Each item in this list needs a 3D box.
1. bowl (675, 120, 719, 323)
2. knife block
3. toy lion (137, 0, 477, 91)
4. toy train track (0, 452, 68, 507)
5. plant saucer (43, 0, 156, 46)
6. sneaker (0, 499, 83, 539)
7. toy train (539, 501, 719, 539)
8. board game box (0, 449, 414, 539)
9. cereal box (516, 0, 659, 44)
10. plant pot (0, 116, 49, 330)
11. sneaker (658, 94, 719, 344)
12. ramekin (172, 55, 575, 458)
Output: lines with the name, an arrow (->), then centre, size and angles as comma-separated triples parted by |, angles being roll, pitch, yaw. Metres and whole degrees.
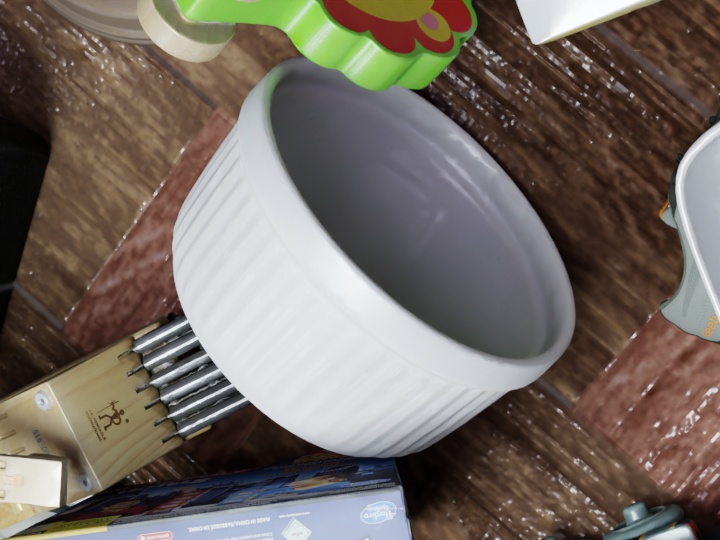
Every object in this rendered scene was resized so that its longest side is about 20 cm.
bowl -> 0.256, -0.007, 0.858 | 0.200, 0.075, 0.200 | -25, 89, 21
knife block -> -0.120, 0.067, 1.096 | 0.200, 0.175, 0.064 | -25, 93, 45
toy lion -> -0.034, -0.178, 1.001 | 0.069, 0.192, 0.200 | -44, 62, 41
toy train track -> -0.238, 0.096, 1.000 | 0.200, 0.033, 0.115 | 3, 93, 12
plant saucer -> -0.120, -0.222, 1.098 | 0.200, 0.029, 0.200 | 3, 99, 19
sneaker -> -0.138, 0.187, 1.110 | 0.200, 0.115, 0.076 | 16, 143, 22
toy train -> 0.103, 0.185, 1.036 | 0.200, 0.114, 0.085 | -23, 91, 21
board game box -> -0.051, 0.133, 1.010 | 0.200, 0.200, 0.062 | -9, 91, 13
cereal box -> 0.119, -0.231, 1.008 | 0.144, 0.040, 0.200 | -21, 91, 22
plant pot -> -0.281, -0.025, 1.103 | 0.200, 0.177, 0.200 | 22, 105, 15
sneaker -> 0.189, -0.057, 0.995 | 0.079, 0.074, 0.200 | 10, 101, 22
ramekin -> 0.000, 0.000, 1.005 | 0.200, 0.200, 0.105 | 48, 118, 7
